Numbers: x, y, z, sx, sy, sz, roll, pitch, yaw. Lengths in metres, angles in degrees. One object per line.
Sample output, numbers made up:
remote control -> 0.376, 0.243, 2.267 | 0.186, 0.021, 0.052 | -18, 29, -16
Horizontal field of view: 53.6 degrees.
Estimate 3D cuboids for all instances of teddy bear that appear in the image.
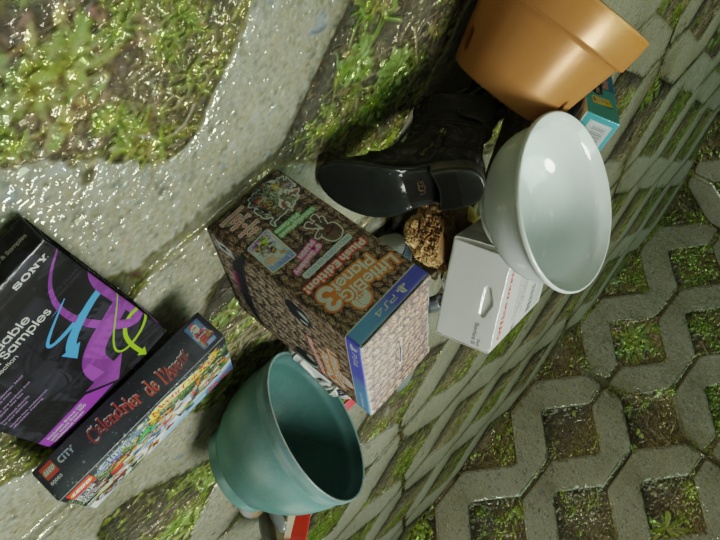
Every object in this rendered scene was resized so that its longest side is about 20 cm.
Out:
teddy bear -> 0.113, -0.095, 0.964 | 0.145, 0.067, 0.201 | 23, 76, -52

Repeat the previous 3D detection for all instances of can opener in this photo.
can opener -> 0.138, 0.026, 1.186 | 0.067, 0.054, 0.200 | -21, -174, 12

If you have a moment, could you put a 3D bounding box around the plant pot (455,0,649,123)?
plant pot -> 0.203, -0.261, 0.815 | 0.140, 0.200, 0.200 | -53, 159, 24

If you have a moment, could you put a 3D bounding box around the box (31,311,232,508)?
box -> -0.213, 0.142, 0.704 | 0.200, 0.038, 0.137 | -46, 171, -19

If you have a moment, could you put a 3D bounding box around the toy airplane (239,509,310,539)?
toy airplane -> -0.126, 0.388, 1.113 | 0.199, 0.140, 0.201 | -93, -162, -77

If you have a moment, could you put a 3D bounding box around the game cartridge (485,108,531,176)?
game cartridge -> 0.221, -0.193, 0.978 | 0.176, 0.032, 0.201 | 177, -71, -85

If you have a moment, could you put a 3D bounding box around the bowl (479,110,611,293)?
bowl -> 0.200, -0.074, 0.817 | 0.200, 0.090, 0.202 | 4, 85, -44

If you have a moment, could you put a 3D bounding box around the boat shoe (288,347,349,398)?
boat shoe -> -0.021, 0.135, 0.937 | 0.073, 0.066, 0.200 | -23, 150, 27

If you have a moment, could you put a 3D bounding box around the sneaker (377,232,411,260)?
sneaker -> 0.000, 0.000, 0.913 | 0.200, 0.077, 0.087 | -38, 148, -34

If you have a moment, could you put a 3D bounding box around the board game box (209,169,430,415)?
board game box -> -0.036, 0.024, 0.721 | 0.097, 0.200, 0.160 | -45, 154, -21

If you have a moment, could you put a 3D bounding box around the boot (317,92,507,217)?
boot -> 0.063, -0.141, 0.807 | 0.175, 0.199, 0.069 | -76, 164, -44

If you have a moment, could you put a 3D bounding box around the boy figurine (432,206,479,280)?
boy figurine -> 0.109, -0.021, 1.106 | 0.200, 0.064, 0.124 | -50, 151, -4

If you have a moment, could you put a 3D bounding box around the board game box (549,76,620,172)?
board game box -> 0.271, -0.198, 0.941 | 0.151, 0.047, 0.201 | 118, -11, -45

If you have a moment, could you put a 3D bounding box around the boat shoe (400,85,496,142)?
boat shoe -> 0.109, -0.163, 0.887 | 0.076, 0.060, 0.200 | 46, 68, -25

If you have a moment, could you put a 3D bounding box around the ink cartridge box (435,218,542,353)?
ink cartridge box -> 0.190, 0.002, 0.975 | 0.200, 0.084, 0.146 | -30, 134, -53

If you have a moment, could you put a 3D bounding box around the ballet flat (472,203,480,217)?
ballet flat -> 0.197, -0.075, 1.194 | 0.200, 0.069, 0.070 | -48, 156, -15

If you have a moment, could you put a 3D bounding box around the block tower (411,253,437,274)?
block tower -> 0.052, 0.011, 1.008 | 0.200, 0.058, 0.054 | -43, -176, -15

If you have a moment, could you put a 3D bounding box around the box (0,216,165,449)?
box -> -0.254, 0.061, 0.567 | 0.143, 0.036, 0.200 | -50, 155, -11

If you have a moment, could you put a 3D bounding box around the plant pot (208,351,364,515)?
plant pot -> -0.105, 0.223, 0.901 | 0.134, 0.201, 0.200 | -31, 161, 16

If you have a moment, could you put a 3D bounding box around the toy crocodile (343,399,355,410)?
toy crocodile -> -0.026, 0.177, 1.113 | 0.067, 0.062, 0.201 | -39, 152, -32
